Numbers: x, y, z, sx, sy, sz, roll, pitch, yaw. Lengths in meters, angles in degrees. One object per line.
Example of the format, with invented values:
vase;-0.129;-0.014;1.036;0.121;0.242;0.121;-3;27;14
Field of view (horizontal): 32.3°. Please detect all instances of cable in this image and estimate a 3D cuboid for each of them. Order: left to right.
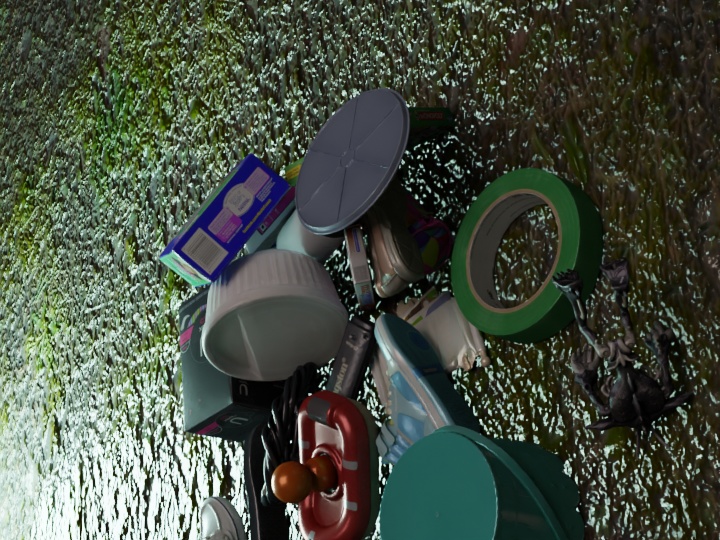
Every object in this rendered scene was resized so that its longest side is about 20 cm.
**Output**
cable;-0.099;0.209;1.649;0.050;0.164;0.202;10;66;12

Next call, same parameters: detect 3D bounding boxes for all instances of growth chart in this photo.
growth chart;0.079;0.094;1.577;0.199;0.018;0.146;-34;52;37

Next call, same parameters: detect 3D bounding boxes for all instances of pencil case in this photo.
pencil case;0.046;-0.071;1.629;0.200;0.088;0.089;44;109;47

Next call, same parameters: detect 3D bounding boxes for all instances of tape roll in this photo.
tape roll;0.193;-0.017;1.463;0.199;0.048;0.203;-21;61;43

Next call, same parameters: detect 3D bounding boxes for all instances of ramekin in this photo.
ramekin;-0.118;0.056;1.680;0.202;0.201;0.095;-40;45;32

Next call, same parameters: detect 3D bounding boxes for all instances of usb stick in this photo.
usb stick;-0.024;0.160;1.647;0.055;0.032;0.202;30;104;50

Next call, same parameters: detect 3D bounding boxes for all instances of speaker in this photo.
speaker;-0.058;-0.057;1.680;0.200;0.080;0.082;137;141;-71

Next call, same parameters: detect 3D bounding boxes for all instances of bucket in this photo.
bucket;0.127;0.274;1.360;0.206;0.134;0.210;-20;62;42

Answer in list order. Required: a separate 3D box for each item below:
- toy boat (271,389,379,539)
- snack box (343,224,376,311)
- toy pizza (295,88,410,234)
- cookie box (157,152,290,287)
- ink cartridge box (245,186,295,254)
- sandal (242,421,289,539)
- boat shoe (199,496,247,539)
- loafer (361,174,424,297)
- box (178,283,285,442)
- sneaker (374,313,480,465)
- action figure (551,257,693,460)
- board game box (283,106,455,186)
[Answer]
toy boat;-0.054;0.258;1.557;0.130;0.129;0.203;12;108;51
snack box;0.000;0.000;1.583;0.024;0.200;0.073;-12;79;0
toy pizza;-0.006;-0.131;1.526;0.199;0.032;0.202;-32;43;34
cookie box;-0.191;-0.064;1.705;0.172;0.075;0.200;-52;9;-12
ink cartridge box;-0.107;-0.082;1.801;0.037;0.094;0.200;47;118;10
sandal;-0.136;0.306;1.699;0.043;0.076;0.203;-22;60;40
boat shoe;-0.198;0.399;1.744;0.074;0.065;0.201;-51;44;23
loafer;0.023;-0.058;1.534;0.063;0.071;0.202;-38;47;29
box;-0.187;0.129;1.804;0.122;0.105;0.202;-33;53;38
sneaker;0.047;0.162;1.519;0.131;0.079;0.201;-48;57;27
action figure;0.272;0.088;1.291;0.117;0.102;0.202;-17;102;14
board game box;0.012;-0.165;1.653;0.199;0.134;0.029;-24;81;36
